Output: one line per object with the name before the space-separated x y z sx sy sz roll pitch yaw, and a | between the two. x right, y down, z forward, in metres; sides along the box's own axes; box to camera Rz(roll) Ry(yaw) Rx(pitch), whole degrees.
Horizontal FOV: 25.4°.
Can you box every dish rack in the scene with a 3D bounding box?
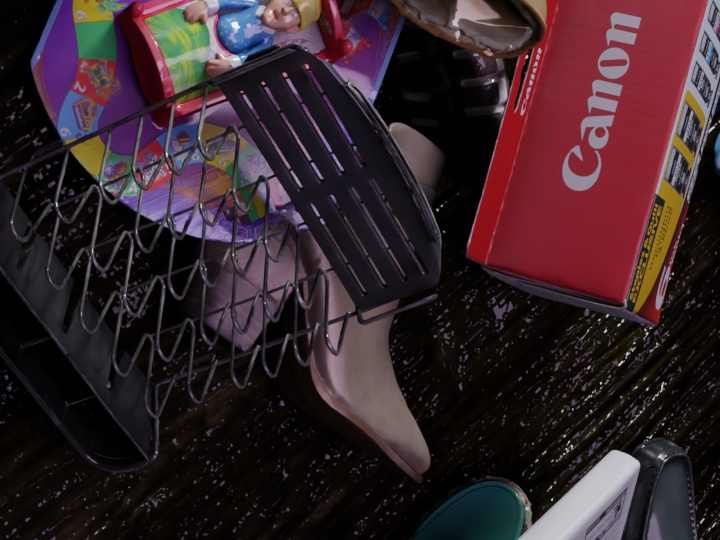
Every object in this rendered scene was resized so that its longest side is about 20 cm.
dish rack | -0.069 -0.006 0.700 0.154 0.199 0.055 57 23 -30

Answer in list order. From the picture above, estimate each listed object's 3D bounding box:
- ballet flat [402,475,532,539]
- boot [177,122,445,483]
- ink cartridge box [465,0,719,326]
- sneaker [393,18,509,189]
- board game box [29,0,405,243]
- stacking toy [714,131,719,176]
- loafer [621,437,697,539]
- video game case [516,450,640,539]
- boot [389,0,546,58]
ballet flat | 0.032 0.207 0.900 0.201 0.075 0.064 -56 158 -11
boot | 0.000 0.000 0.818 0.200 0.070 0.147 41 73 -35
ink cartridge box | 0.136 -0.081 0.853 0.175 0.083 0.202 16 89 -71
sneaker | 0.069 -0.152 0.842 0.115 0.075 0.202 -32 117 -33
board game box | -0.053 -0.116 0.730 0.157 0.039 0.202 25 77 -18
stacking toy | 0.301 -0.018 1.050 0.116 0.109 0.201 -47 136 -36
loafer | 0.195 0.208 1.018 0.068 0.070 0.203 -8 104 -38
video game case | 0.085 0.218 0.894 0.200 0.024 0.183 -32 140 -47
boot | 0.021 -0.219 0.732 0.174 0.066 0.202 21 59 -30
